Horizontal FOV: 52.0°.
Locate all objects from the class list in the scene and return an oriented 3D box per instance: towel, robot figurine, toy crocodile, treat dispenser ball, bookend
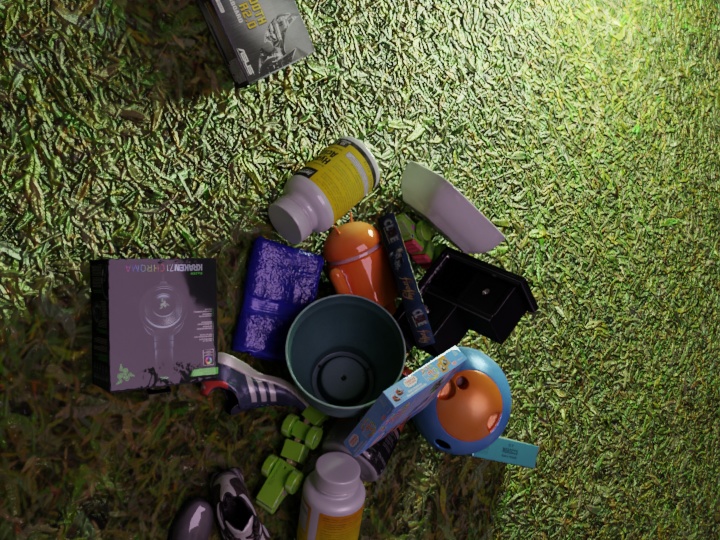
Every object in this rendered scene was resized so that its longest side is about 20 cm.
[{"bbox_3d":[-0.136,0.055,1.278,0.146,0.049,0.205,15,81,-36],"label":"towel"},{"bbox_3d":[0.000,-0.001,1.342,0.142,0.116,0.204,-25,105,-17],"label":"robot figurine"},{"bbox_3d":[-0.115,0.319,1.278,0.203,0.066,0.062,-64,158,-17],"label":"toy crocodile"},{"bbox_3d":[0.119,-0.042,1.441,0.200,0.066,0.063,44,50,-41],"label":"toy crocodile"},{"bbox_3d":[0.192,0.250,1.427,0.198,0.199,0.206,1,89,-36],"label":"treat dispenser ball"},{"bbox_3d":[0.186,0.083,1.365,0.201,0.197,0.093,-49,133,-14],"label":"bookend"}]

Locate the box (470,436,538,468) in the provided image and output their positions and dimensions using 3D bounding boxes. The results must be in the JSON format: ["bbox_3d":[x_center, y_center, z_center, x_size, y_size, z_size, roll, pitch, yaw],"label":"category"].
[{"bbox_3d":[0.282,0.375,1.566,0.197,0.082,0.050,20,79,-34],"label":"box"}]

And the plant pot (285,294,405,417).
[{"bbox_3d":[-0.027,0.162,1.249,0.195,0.135,0.204,2,58,-2],"label":"plant pot"}]

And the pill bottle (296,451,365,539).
[{"bbox_3d":[-0.051,0.415,1.260,0.108,0.109,0.204,-11,121,-36],"label":"pill bottle"}]

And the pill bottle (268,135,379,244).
[{"bbox_3d":[-0.065,-0.138,1.295,0.200,0.110,0.112,-44,114,-29],"label":"pill bottle"}]

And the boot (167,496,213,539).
[{"bbox_3d":[-0.257,0.461,1.132,0.069,0.131,0.204,28,73,-31],"label":"boot"}]

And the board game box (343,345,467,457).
[{"bbox_3d":[0.075,0.214,1.214,0.037,0.152,0.198,47,41,17],"label":"board game box"}]

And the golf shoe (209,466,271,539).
[{"bbox_3d":[-0.193,0.425,1.195,0.076,0.094,0.203,-24,102,-9],"label":"golf shoe"}]

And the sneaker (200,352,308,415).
[{"bbox_3d":[-0.179,0.210,1.233,0.198,0.075,0.086,28,72,-23],"label":"sneaker"}]

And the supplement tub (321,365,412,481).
[{"bbox_3d":[0.022,0.265,1.339,0.123,0.121,0.202,49,53,-25],"label":"supplement tub"}]

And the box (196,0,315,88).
[{"bbox_3d":[-0.182,-0.434,1.250,0.157,0.048,0.203,-34,109,-31],"label":"box"}]

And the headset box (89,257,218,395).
[{"bbox_3d":[-0.312,0.083,1.120,0.171,0.092,0.205,0,90,-36],"label":"headset box"}]

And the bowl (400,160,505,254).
[{"bbox_3d":[0.165,-0.113,1.431,0.199,0.200,0.075,40,94,-29],"label":"bowl"}]

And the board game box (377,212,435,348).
[{"bbox_3d":[0.081,0.017,1.316,0.136,0.034,0.203,67,6,-55],"label":"board game box"}]
